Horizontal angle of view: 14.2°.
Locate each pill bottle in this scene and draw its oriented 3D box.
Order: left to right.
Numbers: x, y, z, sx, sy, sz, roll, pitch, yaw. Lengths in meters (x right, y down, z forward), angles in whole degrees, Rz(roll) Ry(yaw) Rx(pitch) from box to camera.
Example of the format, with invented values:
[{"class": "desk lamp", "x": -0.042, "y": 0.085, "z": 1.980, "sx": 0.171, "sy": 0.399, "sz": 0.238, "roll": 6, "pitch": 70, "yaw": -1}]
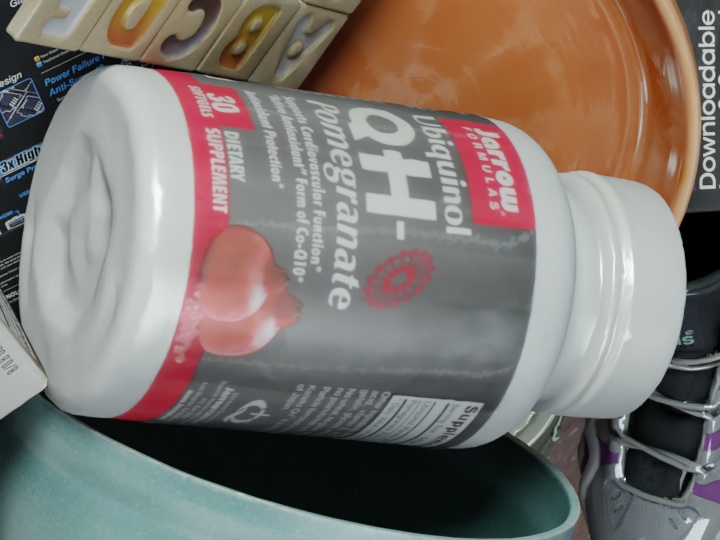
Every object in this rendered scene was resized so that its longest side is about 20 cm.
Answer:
[{"class": "pill bottle", "x": 0.000, "y": 0.000, "z": 0.932, "sx": 0.200, "sy": 0.111, "sz": 0.111, "roll": 6, "pitch": 127, "yaw": -27}]

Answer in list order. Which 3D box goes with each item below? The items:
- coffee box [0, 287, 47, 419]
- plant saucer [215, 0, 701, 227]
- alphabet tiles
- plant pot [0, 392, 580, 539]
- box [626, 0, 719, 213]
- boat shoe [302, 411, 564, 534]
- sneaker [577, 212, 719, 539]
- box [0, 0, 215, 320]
[{"class": "coffee box", "x": -0.197, "y": -0.017, "z": 0.854, "sx": 0.113, "sy": 0.080, "sz": 0.200, "roll": -34, "pitch": 126, "yaw": -1}, {"class": "plant saucer", "x": 0.019, "y": -0.056, "z": 1.012, "sx": 0.200, "sy": 0.032, "sz": 0.201, "roll": 3, "pitch": 113, "yaw": 7}, {"class": "alphabet tiles", "x": -0.023, "y": -0.130, "z": 0.873, "sx": 0.167, "sy": 0.008, "sz": 0.200, "roll": -53, "pitch": 157, "yaw": 16}, {"class": "plant pot", "x": -0.039, "y": 0.112, "z": 0.984, "sx": 0.200, "sy": 0.200, "sz": 0.134, "roll": 7, "pitch": 106, "yaw": -36}, {"class": "box", "x": 0.178, "y": -0.096, "z": 1.081, "sx": 0.200, "sy": 0.036, "sz": 0.143, "roll": -3, "pitch": 94, "yaw": -30}, {"class": "boat shoe", "x": 0.032, "y": 0.071, "z": 1.088, "sx": 0.202, "sy": 0.072, "sz": 0.060, "roll": -56, "pitch": 153, "yaw": 12}, {"class": "sneaker", "x": 0.119, "y": 0.032, "z": 1.123, "sx": 0.140, "sy": 0.078, "sz": 0.200, "roll": 12, "pitch": 91, "yaw": -72}, {"class": "box", "x": -0.154, "y": -0.064, "z": 0.922, "sx": 0.200, "sy": 0.050, "sz": 0.199, "roll": -27, "pitch": 126, "yaw": -7}]
